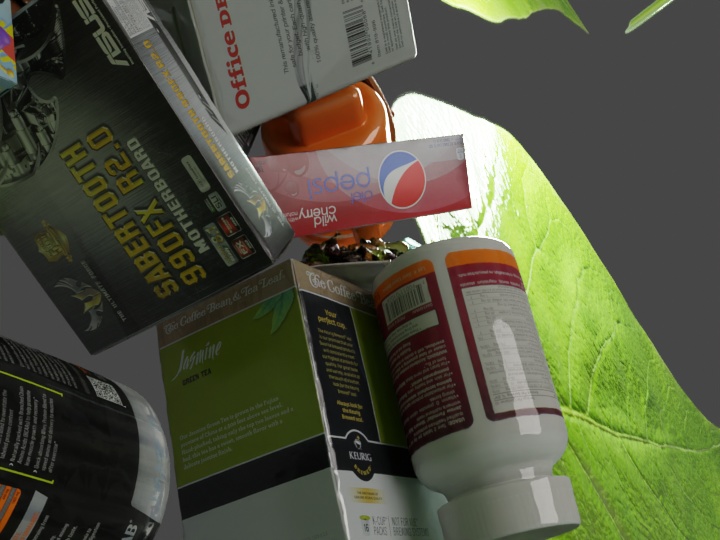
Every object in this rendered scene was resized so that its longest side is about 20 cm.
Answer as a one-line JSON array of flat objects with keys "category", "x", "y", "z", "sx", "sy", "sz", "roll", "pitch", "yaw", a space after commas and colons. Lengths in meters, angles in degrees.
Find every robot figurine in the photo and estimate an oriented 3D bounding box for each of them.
[{"category": "robot figurine", "x": -0.025, "y": -0.097, "z": 0.906, "sx": 0.117, "sy": 0.143, "sz": 0.201, "roll": -55, "pitch": 152, "yaw": -29}]

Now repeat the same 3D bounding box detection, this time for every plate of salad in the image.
[{"category": "plate of salad", "x": 0.000, "y": 0.000, "z": 0.812, "sx": 0.200, "sy": 0.199, "sz": 0.049, "roll": 12, "pitch": 74, "yaw": -59}]

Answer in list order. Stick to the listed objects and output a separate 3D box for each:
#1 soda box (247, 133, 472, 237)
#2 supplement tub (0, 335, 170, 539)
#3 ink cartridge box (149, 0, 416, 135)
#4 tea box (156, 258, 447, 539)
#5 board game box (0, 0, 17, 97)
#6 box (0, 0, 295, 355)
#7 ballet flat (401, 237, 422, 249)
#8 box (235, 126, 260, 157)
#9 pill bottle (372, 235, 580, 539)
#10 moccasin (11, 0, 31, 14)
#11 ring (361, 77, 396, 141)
[{"category": "soda box", "x": -0.011, "y": -0.065, "z": 0.779, "sx": 0.199, "sy": 0.070, "sz": 0.064, "roll": -11, "pitch": 96, "yaw": -30}, {"category": "supplement tub", "x": -0.196, "y": 0.085, "z": 0.457, "sx": 0.200, "sy": 0.122, "sz": 0.123, "roll": 35, "pitch": 39, "yaw": -47}, {"category": "ink cartridge box", "x": -0.064, "y": -0.202, "z": 0.743, "sx": 0.199, "sy": 0.083, "sz": 0.148, "roll": -29, "pitch": 119, "yaw": -34}, {"category": "tea box", "x": -0.027, "y": 0.123, "z": 0.731, "sx": 0.200, "sy": 0.133, "sz": 0.198, "roll": 25, "pitch": 48, "yaw": -54}, {"category": "board game box", "x": -0.274, "y": -0.182, "z": 0.557, "sx": 0.103, "sy": 0.104, "sz": 0.201, "roll": 22, "pitch": 48, "yaw": -54}, {"category": "box", "x": -0.159, "y": -0.064, "z": 0.613, "sx": 0.201, "sy": 0.158, "sz": 0.048, "roll": 59, "pitch": 25, "yaw": -14}, {"category": "ballet flat", "x": 0.075, "y": 0.028, "z": 1.076, "sx": 0.067, "sy": 0.070, "sz": 0.201, "roll": 49, "pitch": 30, "yaw": -29}, {"category": "box", "x": -0.161, "y": -0.119, "z": 0.780, "sx": 0.158, "sy": 0.050, "sz": 0.201, "roll": 51, "pitch": 29, "yaw": -28}, {"category": "pill bottle", "x": 0.080, "y": 0.087, "z": 0.685, "sx": 0.109, "sy": 0.109, "sz": 0.201, "roll": 22, "pitch": 49, "yaw": -55}, {"category": "moccasin", "x": -0.217, "y": -0.197, "z": 0.707, "sx": 0.074, "sy": 0.077, "sz": 0.202, "roll": 52, "pitch": 29, "yaw": -25}, {"category": "ring", "x": -0.036, "y": -0.191, "z": 0.961, "sx": 0.200, "sy": 0.019, "sz": 0.201, "roll": 42, "pitch": -16, "yaw": 15}]
